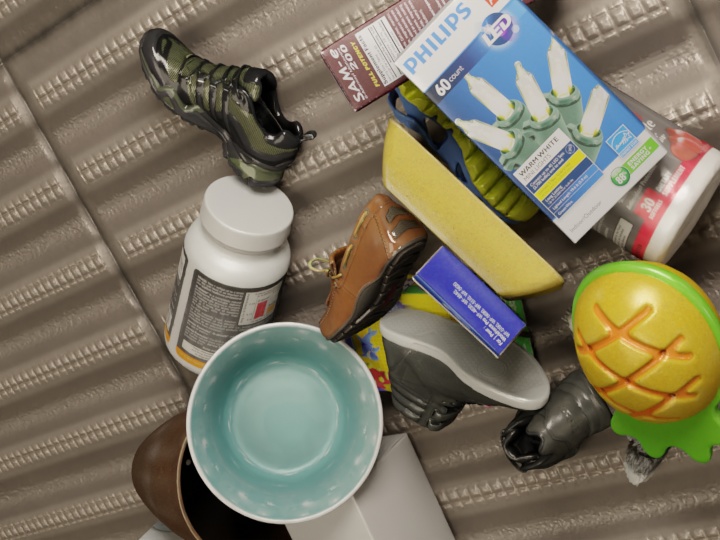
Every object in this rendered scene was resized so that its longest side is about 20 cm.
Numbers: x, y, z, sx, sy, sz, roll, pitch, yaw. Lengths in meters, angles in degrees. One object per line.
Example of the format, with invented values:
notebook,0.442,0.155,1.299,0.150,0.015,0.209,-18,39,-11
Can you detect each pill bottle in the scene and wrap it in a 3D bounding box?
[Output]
pill bottle,0.199,-0.099,1.237,0.199,0.111,0.111,34,131,15
pill bottle,-0.136,0.007,1.540,0.116,0.116,0.201,33,131,16

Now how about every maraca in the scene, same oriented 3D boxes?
maraca,0.244,0.078,1.213,0.136,0.107,0.202,4,126,39

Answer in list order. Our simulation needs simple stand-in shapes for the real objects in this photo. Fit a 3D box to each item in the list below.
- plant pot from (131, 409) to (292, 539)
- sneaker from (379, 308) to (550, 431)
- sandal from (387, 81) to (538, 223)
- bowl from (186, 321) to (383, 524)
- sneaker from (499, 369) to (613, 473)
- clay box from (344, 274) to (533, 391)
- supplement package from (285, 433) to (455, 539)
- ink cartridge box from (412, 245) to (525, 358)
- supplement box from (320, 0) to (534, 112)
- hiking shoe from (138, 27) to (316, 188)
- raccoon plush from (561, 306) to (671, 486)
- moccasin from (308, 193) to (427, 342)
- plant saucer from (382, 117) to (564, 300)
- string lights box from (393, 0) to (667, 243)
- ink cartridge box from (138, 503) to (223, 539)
plant pot,-0.177,0.233,1.677,0.199,0.186,0.188,-8,112,53
sneaker,0.101,0.113,1.391,0.199,0.070,0.100,23,130,39
sandal,0.093,-0.127,1.335,0.201,0.079,0.087,52,161,-6
bowl,-0.078,0.155,1.518,0.201,0.200,0.105,50,176,0
sneaker,0.167,0.155,1.391,0.076,0.090,0.200,54,162,13
clay box,0.074,0.065,1.467,0.198,0.048,0.116,0,115,37
supplement package,0.018,0.297,1.594,0.120,0.120,0.202,-12,108,41
ink cartridge box,0.096,0.025,1.266,0.099,0.200,0.039,44,95,3
supplement box,0.068,-0.211,1.211,0.199,0.109,0.061,-30,97,11
hiking shoe,-0.131,-0.183,1.467,0.200,0.076,0.101,43,125,-5
raccoon plush,0.236,0.105,1.349,0.134,0.096,0.201,39,133,21
moccasin,-0.001,0.001,1.400,0.078,0.073,0.202,53,152,18
plant saucer,0.093,-0.039,1.300,0.200,0.200,0.048,44,93,7
string lights box,0.131,-0.130,1.140,0.200,0.059,0.103,43,104,-7
ink cartridge box,-0.164,0.318,1.711,0.198,0.160,0.048,-4,115,37
